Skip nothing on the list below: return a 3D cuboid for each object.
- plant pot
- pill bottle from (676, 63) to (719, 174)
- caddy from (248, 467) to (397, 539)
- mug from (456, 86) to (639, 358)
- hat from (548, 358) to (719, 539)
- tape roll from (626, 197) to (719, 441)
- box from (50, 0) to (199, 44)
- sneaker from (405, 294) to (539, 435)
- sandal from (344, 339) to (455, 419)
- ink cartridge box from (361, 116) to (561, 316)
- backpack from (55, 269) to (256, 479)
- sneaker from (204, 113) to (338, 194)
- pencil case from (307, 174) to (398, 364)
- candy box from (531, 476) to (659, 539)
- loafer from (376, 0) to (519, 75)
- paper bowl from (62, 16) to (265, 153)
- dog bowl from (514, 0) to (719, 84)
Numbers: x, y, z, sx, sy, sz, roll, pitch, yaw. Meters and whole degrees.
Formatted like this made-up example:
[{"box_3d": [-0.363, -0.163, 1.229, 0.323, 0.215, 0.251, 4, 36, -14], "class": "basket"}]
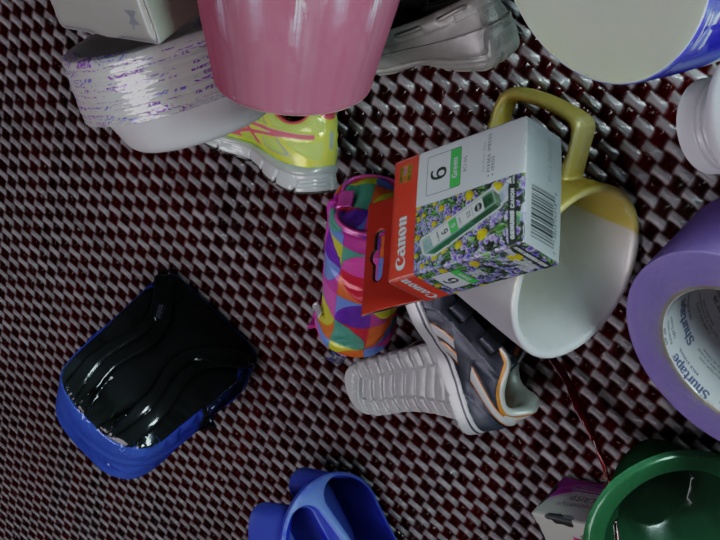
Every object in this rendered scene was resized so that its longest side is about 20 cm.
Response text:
[{"box_3d": [-0.048, -0.226, 1.388, 0.200, 0.200, 0.179, 26, 127, 30], "class": "plant pot"}, {"box_3d": [0.310, -0.107, 1.206, 0.200, 0.111, 0.111, -4, 121, 51], "class": "pill bottle"}, {"box_3d": [-0.033, 0.315, 2.019, 0.105, 0.141, 0.200, 7, 131, 50], "class": "caddy"}, {"box_3d": [0.135, -0.041, 1.490, 0.153, 0.187, 0.149, 30, 177, 40], "class": "mug"}, {"box_3d": [0.257, 0.183, 1.634, 0.176, 0.166, 0.200, -112, 16, -62], "class": "hat"}, {"box_3d": [0.311, 0.045, 1.389, 0.200, 0.085, 0.200, 31, 144, 26], "class": "tape roll"}, {"box_3d": [-0.157, -0.287, 1.478, 0.128, 0.200, 0.109, 15, 135, 40], "class": "box"}, {"box_3d": [0.103, 0.054, 1.644, 0.079, 0.078, 0.200, -13, 113, 29], "class": "sneaker"}, {"box_3d": [0.073, 0.100, 1.758, 0.203, 0.050, 0.082, -1, 109, 36], "class": "sandal"}, {"box_3d": [0.064, -0.039, 1.420, 0.200, 0.109, 0.050, -17, 149, 38], "class": "ink cartridge box"}, {"box_3d": [-0.237, 0.138, 2.016, 0.163, 0.200, 0.168, 39, 146, 12], "class": "backpack"}, {"box_3d": [-0.088, -0.147, 1.676, 0.200, 0.078, 0.090, 29, 120, 33], "class": "sneaker"}, {"box_3d": [0.000, 0.000, 1.702, 0.088, 0.088, 0.200, 35, 142, 20], "class": "pencil case"}, {"box_3d": [0.263, 0.300, 1.732, 0.136, 0.061, 0.200, 6, 129, 47], "class": "candy box"}, {"box_3d": [0.040, -0.200, 1.469, 0.200, 0.070, 0.070, 1, 120, 39], "class": "loafer"}, {"box_3d": [-0.152, -0.172, 1.582, 0.201, 0.201, 0.104, 4, 117, 48], "class": "paper bowl"}, {"box_3d": [0.186, -0.227, 1.201, 0.200, 0.079, 0.200, 26, 125, 44], "class": "dog bowl"}]
